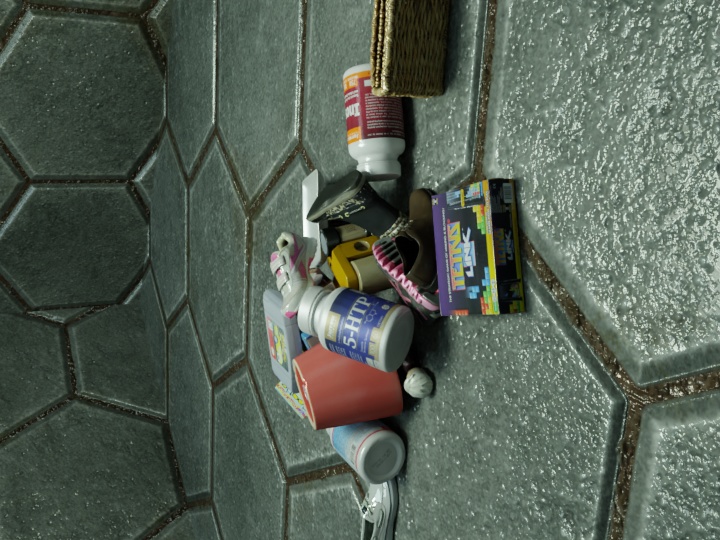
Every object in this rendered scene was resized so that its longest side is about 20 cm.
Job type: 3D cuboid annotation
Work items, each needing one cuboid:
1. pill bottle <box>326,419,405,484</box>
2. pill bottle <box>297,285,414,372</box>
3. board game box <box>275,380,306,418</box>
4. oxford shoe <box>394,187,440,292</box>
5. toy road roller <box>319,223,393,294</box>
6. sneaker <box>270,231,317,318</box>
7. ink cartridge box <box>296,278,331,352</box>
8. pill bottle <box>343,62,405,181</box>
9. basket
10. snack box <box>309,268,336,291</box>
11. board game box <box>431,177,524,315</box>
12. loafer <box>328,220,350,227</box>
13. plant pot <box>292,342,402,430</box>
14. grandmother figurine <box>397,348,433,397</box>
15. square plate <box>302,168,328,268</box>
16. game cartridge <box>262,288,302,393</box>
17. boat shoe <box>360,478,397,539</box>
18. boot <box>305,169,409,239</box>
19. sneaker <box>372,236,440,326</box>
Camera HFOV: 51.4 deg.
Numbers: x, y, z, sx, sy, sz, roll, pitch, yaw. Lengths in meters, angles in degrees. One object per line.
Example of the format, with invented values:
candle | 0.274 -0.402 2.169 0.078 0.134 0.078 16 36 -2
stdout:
pill bottle | 0.002 0.349 1.547 0.199 0.106 0.112 26 116 60
pill bottle | -0.011 0.098 1.363 0.196 0.119 0.123 16 111 26
board game box | -0.102 0.246 1.710 0.105 0.103 0.200 46 147 1
oxford shoe | 0.100 -0.068 1.303 0.073 0.083 0.204 -42 39 44
toy road roller | 0.000 0.000 1.507 0.201 0.120 0.149 -123 25 -46
sneaker | -0.146 0.005 1.511 0.081 0.087 0.204 -46 31 41
ink cartridge box | -0.088 0.102 1.638 0.199 0.144 0.085 32 154 58
pill bottle | 0.028 -0.277 1.414 0.112 0.110 0.206 -10 85 63
basket | 0.055 -0.403 1.280 0.141 0.146 0.206 19 112 46
snack box | -0.103 0.034 1.604 0.025 0.071 0.200 59 174 -15
board game box | 0.184 -0.032 1.194 0.164 0.055 0.206 -10 84 62
loafer | -0.051 -0.074 1.640 0.071 0.071 0.206 152 113 -62
plant pot | -0.031 0.213 1.465 0.200 0.173 0.206 163 90 -77
grandmother figurine | 0.080 0.156 1.431 0.123 0.059 0.202 76 167 -52
square plate | -0.099 -0.108 1.641 0.198 0.028 0.206 175 92 -76
game cartridge | -0.162 0.152 1.595 0.132 0.040 0.206 23 123 57
boat shoe | 0.033 0.500 1.548 0.073 0.065 0.206 12 103 62
boot | -0.008 -0.103 1.449 0.202 0.152 0.075 -24 36 55
sneaker | 0.085 0.024 1.368 0.201 0.078 0.097 50 153 33
